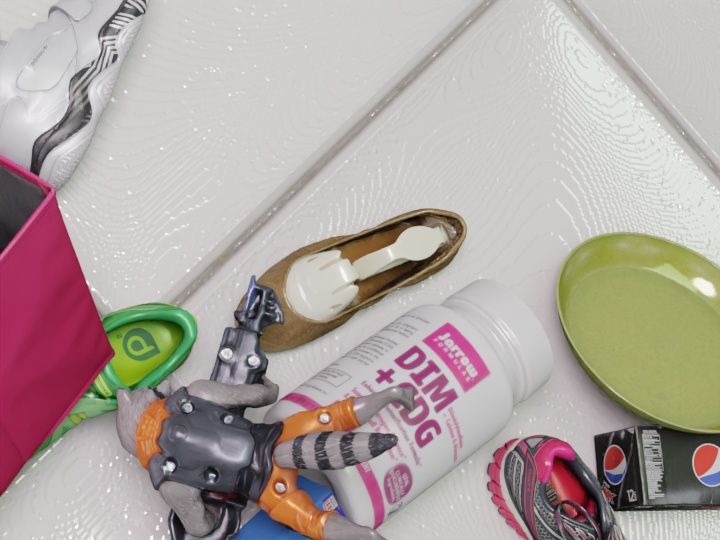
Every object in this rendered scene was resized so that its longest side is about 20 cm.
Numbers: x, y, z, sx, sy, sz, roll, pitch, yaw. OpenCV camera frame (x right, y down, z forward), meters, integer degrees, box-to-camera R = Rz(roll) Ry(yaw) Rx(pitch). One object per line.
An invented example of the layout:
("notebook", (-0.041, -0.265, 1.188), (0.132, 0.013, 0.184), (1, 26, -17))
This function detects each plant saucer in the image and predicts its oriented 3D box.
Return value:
("plant saucer", (0.242, 0.054, 1.155), (0.199, 0.031, 0.200), (13, 45, -13))

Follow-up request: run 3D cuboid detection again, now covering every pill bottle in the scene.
("pill bottle", (0.038, 0.095, 1.048), (0.200, 0.113, 0.114), (-34, 92, -26))

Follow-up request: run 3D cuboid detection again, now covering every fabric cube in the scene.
("fabric cube", (-0.290, 0.033, 0.841), (0.196, 0.200, 0.200), (28, 65, 15))

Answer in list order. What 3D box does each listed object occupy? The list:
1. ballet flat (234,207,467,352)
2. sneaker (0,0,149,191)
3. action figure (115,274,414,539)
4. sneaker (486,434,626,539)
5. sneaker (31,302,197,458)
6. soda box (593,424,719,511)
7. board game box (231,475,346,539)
("ballet flat", (0.000, 0.000, 1.078), (0.199, 0.072, 0.068), (-22, 86, -26))
("sneaker", (-0.224, -0.165, 1.021), (0.115, 0.075, 0.201), (25, 72, -19))
("action figure", (-0.064, 0.091, 0.926), (0.193, 0.105, 0.201), (5, 73, 8))
("sneaker", (0.171, 0.217, 1.097), (0.081, 0.075, 0.200), (-36, 93, -26))
("sneaker", (-0.197, 0.072, 0.971), (0.200, 0.084, 0.074), (-32, 91, -25))
("soda box", (0.291, 0.159, 1.163), (0.199, 0.071, 0.064), (3, 76, -22))
("board game box", (-0.070, 0.261, 0.969), (0.200, 0.045, 0.152), (-40, 120, -25))
